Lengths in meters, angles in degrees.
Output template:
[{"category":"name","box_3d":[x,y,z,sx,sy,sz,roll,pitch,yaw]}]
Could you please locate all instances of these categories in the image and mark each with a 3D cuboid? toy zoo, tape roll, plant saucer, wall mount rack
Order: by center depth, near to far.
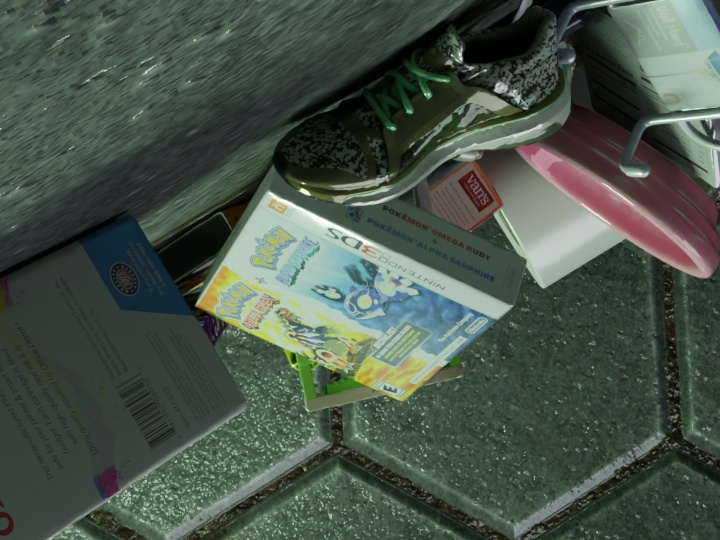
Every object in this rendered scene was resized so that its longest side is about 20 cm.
[{"category":"wall mount rack","box_3d":[0.218,-0.119,0.836,0.173,0.200,0.075,0,-127,43]},{"category":"toy zoo","box_3d":[0.000,0.000,1.056,0.131,0.201,0.020,-13,-173,-6]},{"category":"plant saucer","box_3d":[0.209,-0.071,1.071,0.051,0.200,0.201,-54,180,1]},{"category":"tape roll","box_3d":[0.179,-0.103,1.265,0.139,0.203,0.203,-31,180,3]}]

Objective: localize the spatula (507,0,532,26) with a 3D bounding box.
[{"category":"spatula","box_3d":[0.089,-0.153,0.847,0.056,0.021,0.200,-23,175,-41]}]

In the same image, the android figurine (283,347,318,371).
[{"category":"android figurine","box_3d":[0.009,0.021,1.172,0.182,0.041,0.200,-35,-159,1]}]

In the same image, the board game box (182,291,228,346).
[{"category":"board game box","box_3d":[-0.168,0.047,1.105,0.120,0.032,0.200,-8,-174,2]}]

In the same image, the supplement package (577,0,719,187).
[{"category":"supplement package","box_3d":[0.288,-0.184,1.009,0.200,0.111,0.156,-31,-140,-13]}]

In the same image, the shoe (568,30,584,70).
[{"category":"shoe","box_3d":[0.195,-0.198,1.076,0.200,0.054,0.070,-29,178,-17]}]

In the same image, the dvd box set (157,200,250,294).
[{"category":"dvd box set","box_3d":[-0.126,-0.015,1.125,0.146,0.029,0.200,-32,179,19]}]

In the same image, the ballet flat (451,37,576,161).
[{"category":"ballet flat","box_3d":[0.089,-0.122,1.036,0.075,0.064,0.200,3,160,-33]}]

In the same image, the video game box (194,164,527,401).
[{"category":"video game box","box_3d":[-0.007,0.010,0.950,0.200,0.182,0.047,-50,-165,58]}]

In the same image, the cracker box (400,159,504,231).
[{"category":"cracker box","box_3d":[0.010,-0.029,1.137,0.200,0.058,0.134,-37,-161,-2]}]

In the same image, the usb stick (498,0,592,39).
[{"category":"usb stick","box_3d":[0.073,-0.137,0.946,0.200,0.033,0.055,-32,179,12]}]

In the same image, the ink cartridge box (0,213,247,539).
[{"category":"ink cartridge box","box_3d":[-0.191,0.081,0.724,0.200,0.129,0.125,-30,179,-40]}]

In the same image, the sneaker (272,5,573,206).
[{"category":"sneaker","box_3d":[0.037,-0.108,0.793,0.199,0.077,0.089,-23,141,-17]}]
